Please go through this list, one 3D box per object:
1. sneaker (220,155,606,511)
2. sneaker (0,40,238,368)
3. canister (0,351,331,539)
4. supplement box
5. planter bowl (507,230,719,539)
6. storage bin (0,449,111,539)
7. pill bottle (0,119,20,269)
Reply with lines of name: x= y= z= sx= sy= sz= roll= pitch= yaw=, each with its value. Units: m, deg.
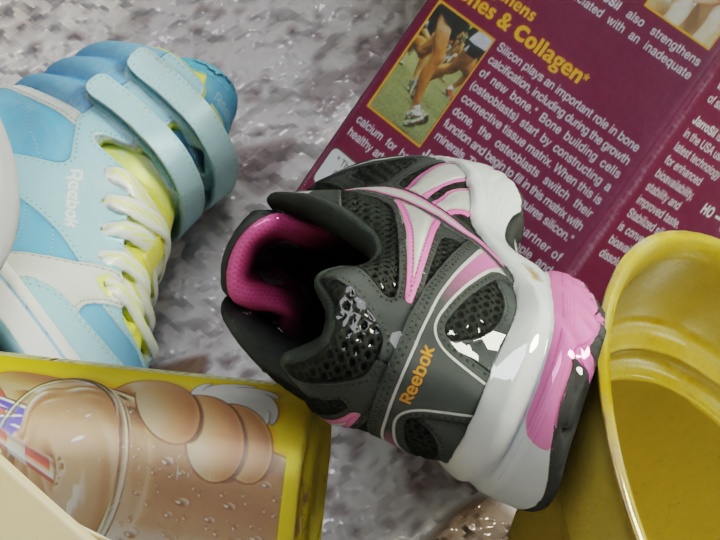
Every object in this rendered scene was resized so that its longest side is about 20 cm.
sneaker: x=0.000 y=0.000 z=0.826 sx=0.086 sy=0.081 sz=0.200 roll=20 pitch=3 yaw=-17
sneaker: x=-0.080 y=-0.011 z=0.998 sx=0.130 sy=0.080 sz=0.200 roll=-27 pitch=49 yaw=-14
canister: x=-0.114 y=0.091 z=0.853 sx=0.199 sy=0.087 sz=0.149 roll=6 pitch=92 yaw=4
supplement box: x=0.081 y=-0.056 z=0.943 sx=0.110 sy=0.086 sz=0.200 roll=40 pitch=98 yaw=36
planter bowl: x=0.100 y=0.096 z=0.831 sx=0.083 sy=0.200 sz=0.201 roll=-32 pitch=37 yaw=30
storage bin: x=-0.194 y=0.099 z=0.722 sx=0.200 sy=0.094 sz=0.199 roll=25 pitch=74 yaw=28
pill bottle: x=-0.213 y=-0.002 z=0.950 sx=0.200 sy=0.106 sz=0.106 roll=-28 pitch=37 yaw=32
